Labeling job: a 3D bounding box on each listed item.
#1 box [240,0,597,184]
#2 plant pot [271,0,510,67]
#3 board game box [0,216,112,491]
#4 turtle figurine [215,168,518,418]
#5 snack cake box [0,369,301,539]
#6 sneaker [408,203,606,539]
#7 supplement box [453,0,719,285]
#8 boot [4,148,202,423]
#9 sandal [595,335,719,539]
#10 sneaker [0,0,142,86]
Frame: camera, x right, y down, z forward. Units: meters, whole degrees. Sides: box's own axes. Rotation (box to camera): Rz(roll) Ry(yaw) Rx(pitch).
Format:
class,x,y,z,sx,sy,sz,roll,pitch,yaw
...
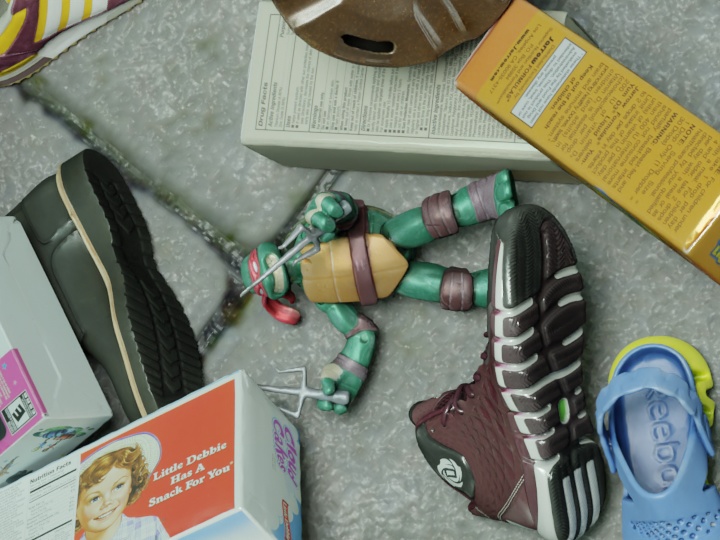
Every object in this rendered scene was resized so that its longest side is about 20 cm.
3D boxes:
class,x,y,z,sx,sy,sz,roll,pitch,yaw
box,0.035,-0.108,1.506,0.200,0.078,0.095,6,82,21
plant pot,0.006,-0.228,1.431,0.200,0.200,0.198,-30,35,13
board game box,-0.265,0.081,1.557,0.200,0.064,0.148,-41,68,33
turtle figurine,0.000,0.000,1.480,0.200,0.150,0.101,-10,39,7
snack cake box,-0.134,0.156,1.472,0.200,0.067,0.115,-26,36,20
sneaker,0.071,0.060,1.439,0.115,0.076,0.200,2,105,40
supplement box,0.143,-0.071,1.353,0.200,0.067,0.069,38,93,40
boot,-0.187,0.041,1.572,0.138,0.077,0.200,-31,60,18
sandal,0.174,0.132,1.409,0.079,0.087,0.200,-18,76,14
sneaker,-0.194,-0.195,1.600,0.200,0.090,0.075,-41,70,10
